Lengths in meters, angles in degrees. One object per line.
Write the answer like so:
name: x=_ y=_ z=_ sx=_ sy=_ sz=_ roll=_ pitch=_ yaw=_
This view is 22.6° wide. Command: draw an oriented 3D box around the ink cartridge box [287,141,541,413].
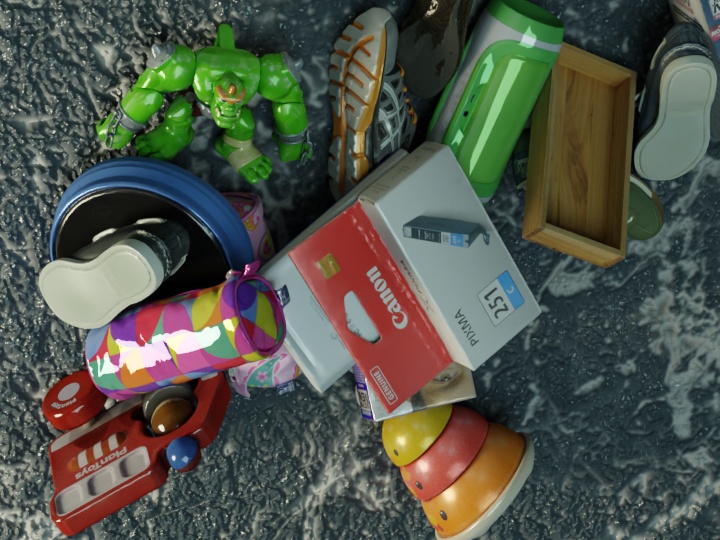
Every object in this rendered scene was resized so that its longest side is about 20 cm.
ink cartridge box: x=0.054 y=0.012 z=1.683 sx=0.176 sy=0.045 sz=0.201 roll=-38 pitch=114 yaw=-14

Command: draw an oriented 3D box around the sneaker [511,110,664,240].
sneaker: x=0.221 y=-0.068 z=1.787 sx=0.199 sy=0.091 sz=0.067 roll=35 pitch=136 yaw=-25

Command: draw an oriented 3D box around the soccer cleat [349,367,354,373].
soccer cleat: x=0.055 y=0.052 z=1.832 sx=0.198 sy=0.069 sz=0.086 roll=-7 pitch=110 yaw=-16

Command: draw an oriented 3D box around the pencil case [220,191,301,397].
pencil case: x=-0.112 y=0.023 z=1.754 sx=0.087 sy=0.088 sz=0.202 roll=-17 pitch=120 yaw=-6

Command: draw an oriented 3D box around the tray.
tray: x=0.210 y=-0.112 z=1.724 sx=0.098 sy=0.202 sz=0.037 roll=18 pitch=155 yaw=-24

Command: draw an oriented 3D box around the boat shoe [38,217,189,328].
boat shoe: x=-0.222 y=0.002 z=1.634 sx=0.060 sy=0.199 sz=0.076 roll=-41 pitch=109 yaw=-37

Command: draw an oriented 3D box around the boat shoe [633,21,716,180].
boat shoe: x=0.304 y=-0.162 z=1.765 sx=0.074 sy=0.062 sz=0.201 roll=-4 pitch=148 yaw=2

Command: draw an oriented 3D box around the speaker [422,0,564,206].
speaker: x=0.122 y=-0.158 z=1.724 sx=0.088 sy=0.089 sz=0.202 roll=15 pitch=112 yaw=-22

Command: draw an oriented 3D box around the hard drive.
hard drive: x=0.000 y=0.000 z=1.694 sx=0.200 sy=0.025 sz=0.132 roll=-41 pitch=114 yaw=-12

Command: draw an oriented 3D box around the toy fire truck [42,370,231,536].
toy fire truck: x=-0.214 y=0.165 z=1.752 sx=0.199 sy=0.168 sz=0.113 roll=-27 pitch=121 yaw=0

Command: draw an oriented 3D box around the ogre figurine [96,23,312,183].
ogre figurine: x=-0.134 y=-0.154 z=1.653 sx=0.198 sy=0.099 sz=0.121 roll=17 pitch=130 yaw=-2

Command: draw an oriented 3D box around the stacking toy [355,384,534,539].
stacking toy: x=0.070 y=0.176 z=1.884 sx=0.200 sy=0.146 sz=0.146 roll=41 pitch=102 yaw=-10

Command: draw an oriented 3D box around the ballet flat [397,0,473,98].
ballet flat: x=0.076 y=-0.245 z=1.666 sx=0.067 sy=0.046 sz=0.201 roll=23 pitch=134 yaw=11

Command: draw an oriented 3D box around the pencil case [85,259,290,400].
pencil case: x=-0.158 y=0.057 z=1.635 sx=0.199 sy=0.089 sz=0.089 roll=-19 pitch=126 yaw=31

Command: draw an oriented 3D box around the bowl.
bowl: x=-0.198 y=-0.010 z=1.685 sx=0.198 sy=0.040 sz=0.202 roll=9 pitch=126 yaw=12

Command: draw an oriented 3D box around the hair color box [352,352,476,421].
hair color box: x=0.038 y=0.038 z=1.765 sx=0.108 sy=0.065 sz=0.202 roll=-13 pitch=93 yaw=-12

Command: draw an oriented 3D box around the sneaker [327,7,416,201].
sneaker: x=0.017 y=-0.154 z=1.710 sx=0.076 sy=0.078 sz=0.202 roll=-10 pitch=124 yaw=-26

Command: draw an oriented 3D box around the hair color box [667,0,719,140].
hair color box: x=0.360 y=-0.210 z=1.753 sx=0.060 sy=0.100 sz=0.201 roll=-28 pitch=122 yaw=-3
